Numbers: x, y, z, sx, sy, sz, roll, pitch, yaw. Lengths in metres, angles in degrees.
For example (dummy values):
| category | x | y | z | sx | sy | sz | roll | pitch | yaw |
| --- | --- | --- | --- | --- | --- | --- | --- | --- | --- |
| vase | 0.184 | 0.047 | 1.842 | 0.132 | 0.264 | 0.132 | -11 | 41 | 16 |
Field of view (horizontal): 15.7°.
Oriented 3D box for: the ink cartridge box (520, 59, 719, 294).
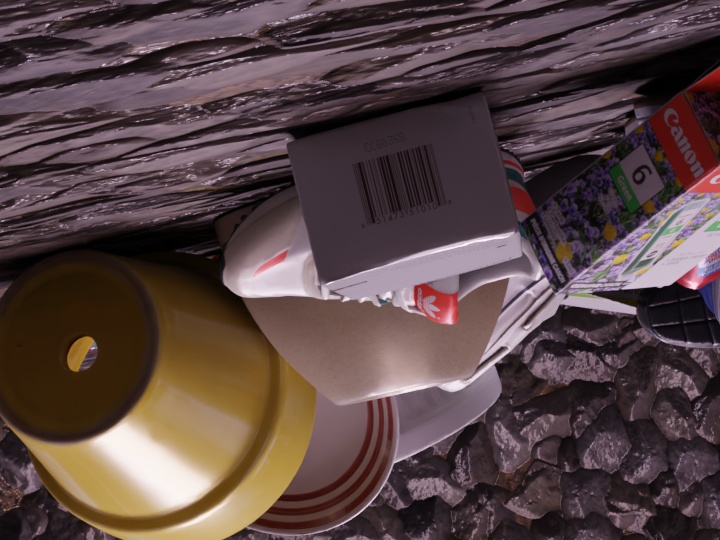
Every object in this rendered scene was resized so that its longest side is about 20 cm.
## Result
| category | x | y | z | sx | sy | sz | roll | pitch | yaw |
| --- | --- | --- | --- | --- | --- | --- | --- | --- | --- |
| ink cartridge box | 0.192 | -0.059 | 1.405 | 0.109 | 0.051 | 0.200 | -4 | 153 | -47 |

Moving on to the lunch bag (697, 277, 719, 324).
| category | x | y | z | sx | sy | sz | roll | pitch | yaw |
| --- | --- | --- | --- | --- | --- | --- | --- | --- | --- |
| lunch bag | 0.330 | -0.022 | 1.808 | 0.199 | 0.133 | 0.136 | -12 | 135 | -14 |

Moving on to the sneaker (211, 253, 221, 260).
| category | x | y | z | sx | sy | sz | roll | pitch | yaw |
| --- | --- | --- | --- | --- | --- | --- | --- | --- | --- |
| sneaker | -0.029 | 0.006 | 1.926 | 0.199 | 0.076 | 0.092 | -13 | 180 | 19 |

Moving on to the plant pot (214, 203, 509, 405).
| category | x | y | z | sx | sy | sz | roll | pitch | yaw |
| --- | --- | --- | --- | --- | --- | --- | --- | --- | --- |
| plant pot | 0.015 | 0.014 | 1.706 | 0.199 | 0.135 | 0.200 | -12 | 177 | -1 |

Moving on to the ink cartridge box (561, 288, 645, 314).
| category | x | y | z | sx | sy | sz | roll | pitch | yaw |
| --- | --- | --- | --- | --- | --- | --- | --- | --- | --- |
| ink cartridge box | 0.166 | -0.012 | 1.965 | 0.147 | 0.076 | 0.200 | 7 | 177 | 39 |

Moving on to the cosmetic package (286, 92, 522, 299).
| category | x | y | z | sx | sy | sz | roll | pitch | yaw |
| --- | --- | --- | --- | --- | --- | --- | --- | --- | --- |
| cosmetic package | 0.028 | -0.037 | 1.430 | 0.112 | 0.082 | 0.200 | -14 | 175 | 5 |

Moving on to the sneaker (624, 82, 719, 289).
| category | x | y | z | sx | sy | sz | roll | pitch | yaw |
| --- | --- | --- | --- | --- | --- | --- | --- | --- | --- |
| sneaker | 0.201 | -0.050 | 1.540 | 0.071 | 0.113 | 0.200 | -12 | 175 | 0 |

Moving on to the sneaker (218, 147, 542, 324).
| category | x | y | z | sx | sy | sz | roll | pitch | yaw |
| --- | --- | --- | --- | --- | --- | --- | --- | --- | --- |
| sneaker | 0.017 | -0.009 | 1.558 | 0.199 | 0.094 | 0.071 | -14 | 144 | -11 |

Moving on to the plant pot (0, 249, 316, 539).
| category | x | y | z | sx | sy | sz | roll | pitch | yaw |
| --- | --- | --- | --- | --- | --- | --- | --- | --- | --- |
| plant pot | -0.153 | 0.074 | 1.737 | 0.200 | 0.202 | 0.189 | -13 | 161 | 16 |

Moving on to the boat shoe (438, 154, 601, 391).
| category | x | y | z | sx | sy | sz | roll | pitch | yaw |
| --- | --- | --- | --- | --- | --- | --- | --- | --- | --- |
| boat shoe | 0.113 | 0.006 | 1.790 | 0.200 | 0.072 | 0.066 | -47 | 132 | 5 |

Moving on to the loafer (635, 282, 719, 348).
| category | x | y | z | sx | sy | sz | roll | pitch | yaw |
| --- | --- | --- | --- | --- | --- | --- | --- | --- | --- |
| loafer | 0.282 | 0.009 | 1.940 | 0.199 | 0.073 | 0.072 | -14 | -165 | -27 |

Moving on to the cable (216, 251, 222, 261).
| category | x | y | z | sx | sy | sz | roll | pitch | yaw |
| --- | --- | --- | --- | --- | --- | --- | --- | --- | --- |
| cable | 0.000 | 0.000 | 1.850 | 0.199 | 0.097 | 0.050 | -8 | -149 | 20 |

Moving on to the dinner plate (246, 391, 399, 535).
| category | x | y | z | sx | sy | sz | roll | pitch | yaw |
| --- | --- | --- | --- | --- | --- | --- | --- | --- | --- |
| dinner plate | -0.063 | 0.095 | 1.869 | 0.199 | 0.201 | 0.024 | -14 | -168 | 25 |

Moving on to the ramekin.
| category | x | y | z | sx | sy | sz | roll | pitch | yaw |
| --- | --- | --- | --- | --- | --- | --- | --- | --- | --- |
| ramekin | -0.003 | 0.077 | 1.966 | 0.199 | 0.105 | 0.200 | -22 | -171 | 4 |

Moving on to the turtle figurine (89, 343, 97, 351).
| category | x | y | z | sx | sy | sz | roll | pitch | yaw |
| --- | --- | --- | --- | --- | --- | --- | --- | --- | --- |
| turtle figurine | -0.153 | 0.059 | 2.077 | 0.199 | 0.101 | 0.150 | 3 | 163 | -21 |
